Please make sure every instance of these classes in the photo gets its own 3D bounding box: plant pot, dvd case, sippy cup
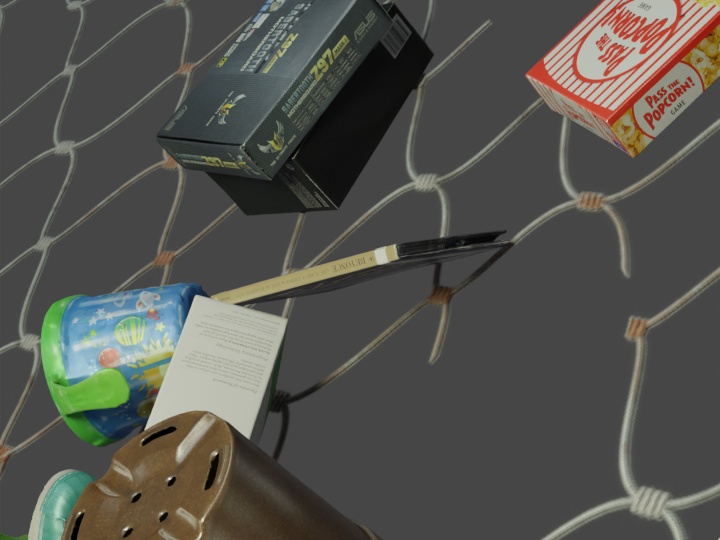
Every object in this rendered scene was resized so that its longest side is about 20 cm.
[{"bbox_3d":[-0.084,0.210,1.315,0.200,0.198,0.200,-30,31,20],"label":"plant pot"},{"bbox_3d":[0.000,0.000,1.576,0.200,0.016,0.149,-16,-5,39],"label":"dvd case"},{"bbox_3d":[-0.189,0.073,1.702,0.130,0.140,0.178,-17,46,20],"label":"sippy cup"}]

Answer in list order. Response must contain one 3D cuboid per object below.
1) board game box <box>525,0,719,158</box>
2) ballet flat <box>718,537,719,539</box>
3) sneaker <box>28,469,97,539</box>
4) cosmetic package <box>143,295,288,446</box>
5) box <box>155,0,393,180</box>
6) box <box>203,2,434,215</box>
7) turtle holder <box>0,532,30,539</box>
[{"bbox_3d":[0.249,-0.194,1.596,0.200,0.046,0.151,-44,29,-2],"label":"board game box"},{"bbox_3d":[0.261,0.146,1.114,0.200,0.072,0.072,-39,29,5],"label":"ballet flat"},{"bbox_3d":[-0.200,0.251,1.463,0.080,0.071,0.200,0,92,43],"label":"sneaker"},{"bbox_3d":[-0.124,0.132,1.537,0.108,0.085,0.200,104,-179,-49],"label":"cosmetic package"},{"bbox_3d":[-0.081,-0.177,1.813,0.158,0.051,0.200,12,61,54],"label":"box"},{"bbox_3d":[-0.040,-0.153,1.859,0.141,0.079,0.200,1,51,47],"label":"box"},{"bbox_3d":[-0.310,0.275,1.566,0.132,0.141,0.186,-52,35,18],"label":"turtle holder"}]
